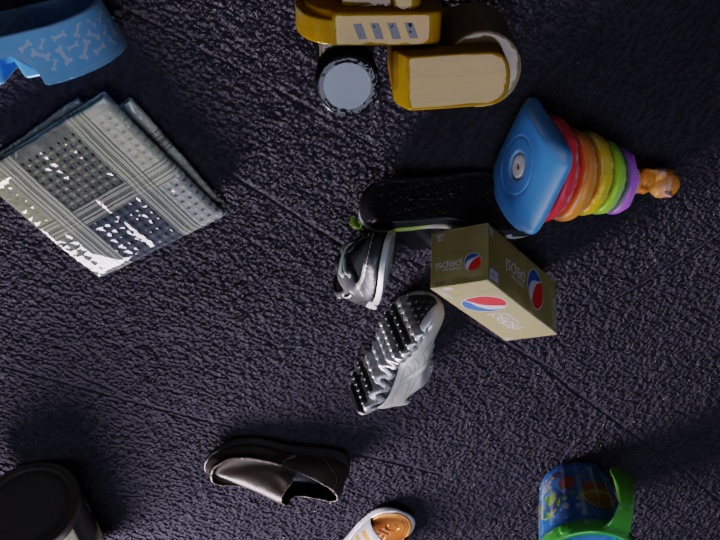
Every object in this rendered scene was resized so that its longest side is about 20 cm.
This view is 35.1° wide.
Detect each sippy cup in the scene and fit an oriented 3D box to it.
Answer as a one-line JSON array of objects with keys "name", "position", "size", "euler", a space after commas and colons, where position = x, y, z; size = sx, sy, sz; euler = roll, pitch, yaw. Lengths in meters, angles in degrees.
[{"name": "sippy cup", "position": [0.299, 0.339, 1.551], "size": [0.176, 0.131, 0.140], "euler": [-20, 130, 17]}]

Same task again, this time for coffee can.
[{"name": "coffee can", "position": [-0.427, 0.383, 1.567], "size": [0.145, 0.147, 0.201], "euler": [-6, 134, 4]}]

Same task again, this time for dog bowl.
[{"name": "dog bowl", "position": [-0.316, -0.205, 1.046], "size": [0.198, 0.112, 0.050], "euler": [-11, 120, 9]}]

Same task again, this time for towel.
[{"name": "towel", "position": [-0.273, -0.090, 1.210], "size": [0.191, 0.035, 0.200], "euler": [-24, 132, 24]}]

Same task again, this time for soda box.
[{"name": "soda box", "position": [0.149, 0.017, 1.238], "size": [0.067, 0.065, 0.200], "euler": [-9, 156, 28]}]

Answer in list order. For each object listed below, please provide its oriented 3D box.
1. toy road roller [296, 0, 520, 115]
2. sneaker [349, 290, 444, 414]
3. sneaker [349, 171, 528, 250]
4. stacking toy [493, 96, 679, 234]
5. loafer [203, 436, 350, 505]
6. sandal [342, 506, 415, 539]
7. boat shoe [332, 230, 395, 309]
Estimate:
[{"name": "toy road roller", "position": [0.042, -0.229, 1.013], "size": [0.197, 0.123, 0.147], "euler": [-1, 122, -2]}, {"name": "sneaker", "position": [0.057, 0.098, 1.370], "size": [0.080, 0.076, 0.201], "euler": [6, 137, -26]}, {"name": "sneaker", "position": [0.088, -0.061, 1.230], "size": [0.197, 0.072, 0.083], "euler": [5, 157, -4]}, {"name": "stacking toy", "position": [0.245, -0.098, 1.175], "size": [0.198, 0.117, 0.110], "euler": [4, 130, -24]}, {"name": "loafer", "position": [-0.111, 0.272, 1.521], "size": [0.197, 0.072, 0.073], "euler": [2, 134, -3]}, {"name": "sandal", "position": [0.009, 0.420, 1.671], "size": [0.079, 0.060, 0.207], "euler": [26, 128, -24]}, {"name": "boat shoe", "position": [0.000, 0.000, 1.219], "size": [0.060, 0.076, 0.200], "euler": [15, 163, 0]}]
